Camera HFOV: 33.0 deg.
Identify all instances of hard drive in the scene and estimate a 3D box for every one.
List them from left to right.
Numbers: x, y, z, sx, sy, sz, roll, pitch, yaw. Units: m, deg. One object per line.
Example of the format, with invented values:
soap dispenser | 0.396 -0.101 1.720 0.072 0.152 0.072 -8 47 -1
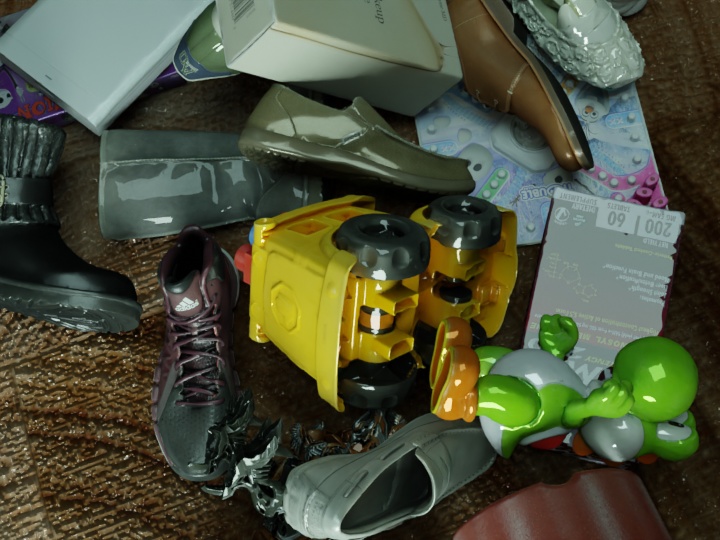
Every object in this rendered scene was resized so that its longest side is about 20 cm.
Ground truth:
hard drive | -0.215 -0.231 1.095 0.132 0.026 0.200 36 74 16

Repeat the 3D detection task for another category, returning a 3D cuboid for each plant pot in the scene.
plant pot | 0.159 0.255 0.830 0.199 0.201 0.197 -16 60 -3

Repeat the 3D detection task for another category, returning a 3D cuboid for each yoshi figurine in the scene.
yoshi figurine | 0.154 0.075 0.867 0.198 0.112 0.113 14 67 -5

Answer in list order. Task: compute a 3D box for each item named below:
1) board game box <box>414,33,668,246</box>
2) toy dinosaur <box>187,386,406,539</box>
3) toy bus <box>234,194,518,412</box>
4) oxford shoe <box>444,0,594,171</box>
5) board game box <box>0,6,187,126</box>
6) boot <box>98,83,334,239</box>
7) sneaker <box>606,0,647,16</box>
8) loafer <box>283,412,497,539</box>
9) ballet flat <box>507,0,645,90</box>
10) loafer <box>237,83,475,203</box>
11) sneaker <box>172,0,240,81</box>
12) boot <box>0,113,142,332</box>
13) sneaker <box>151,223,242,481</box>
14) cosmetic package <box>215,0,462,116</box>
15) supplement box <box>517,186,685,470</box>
board game box | 0.150 -0.122 1.059 0.198 0.026 0.202 -9 68 -1
toy dinosaur | -0.052 0.169 0.915 0.136 0.102 0.201 49 59 -24
toy bus | 0.000 0.000 0.963 0.199 0.137 0.191 -19 33 -40
oxford shoe | 0.131 -0.155 1.033 0.071 0.071 0.201 -35 66 13
board game box | -0.270 -0.192 1.111 0.198 0.032 0.121 -20 73 -5
boot | -0.124 -0.111 1.055 0.198 0.073 0.183 -1 66 10
sneaker | 0.185 -0.317 1.107 0.200 0.080 0.070 39 77 18
loafer | 0.036 0.154 0.892 0.199 0.071 0.070 -16 23 -38
ballet flat | 0.168 -0.237 1.056 0.072 0.072 0.200 -38 72 -12
loafer | 0.003 -0.103 0.983 0.198 0.076 0.068 13 83 -14
sneaker | -0.097 -0.220 1.068 0.067 0.090 0.200 53 34 -7
boot | -0.261 -0.044 1.007 0.209 0.079 0.159 13 76 13
sneaker | -0.136 0.057 0.955 0.075 0.116 0.202 -5 68 1
cosmetic package | -0.017 -0.203 0.996 0.199 0.073 0.104 7 63 -40
supplement box | 0.182 0.045 0.960 0.108 0.061 0.202 12 78 8
